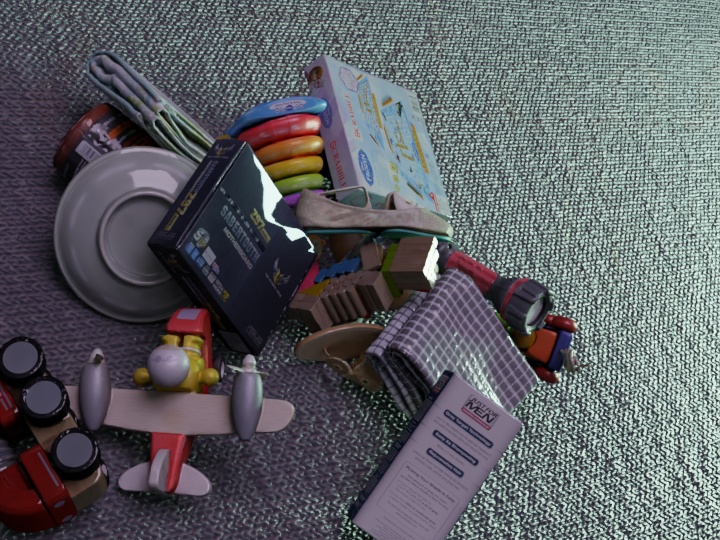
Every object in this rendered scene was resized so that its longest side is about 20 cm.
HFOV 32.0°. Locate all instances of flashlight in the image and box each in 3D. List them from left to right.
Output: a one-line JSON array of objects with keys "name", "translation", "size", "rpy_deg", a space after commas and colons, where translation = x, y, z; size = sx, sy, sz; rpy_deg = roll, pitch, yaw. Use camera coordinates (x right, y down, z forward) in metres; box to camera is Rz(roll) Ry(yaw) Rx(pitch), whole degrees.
[{"name": "flashlight", "translation": [0.149, 0.008, 1.587], "size": [0.199, 0.068, 0.068], "rpy_deg": [33, 42, 32]}]

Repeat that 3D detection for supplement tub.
[{"name": "supplement tub", "translation": [-0.260, -0.100, 1.495], "size": [0.200, 0.107, 0.107], "rpy_deg": [40, 45, 1]}]

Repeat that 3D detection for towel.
[{"name": "towel", "translation": [-0.235, -0.178, 1.519], "size": [0.171, 0.048, 0.200], "rpy_deg": [41, 2, -42]}, {"name": "towel", "translation": [0.116, 0.120, 1.521], "size": [0.201, 0.085, 0.166], "rpy_deg": [54, 48, -18]}]

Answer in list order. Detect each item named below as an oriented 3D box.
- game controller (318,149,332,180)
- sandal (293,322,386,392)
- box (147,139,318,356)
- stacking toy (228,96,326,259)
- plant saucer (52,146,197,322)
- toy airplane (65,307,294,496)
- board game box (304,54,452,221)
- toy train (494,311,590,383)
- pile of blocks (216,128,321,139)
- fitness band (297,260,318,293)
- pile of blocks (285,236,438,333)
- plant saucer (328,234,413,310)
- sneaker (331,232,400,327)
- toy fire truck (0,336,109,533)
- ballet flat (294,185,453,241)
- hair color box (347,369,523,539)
[{"name": "game controller", "translation": [0.019, -0.153, 1.752], "size": [0.198, 0.042, 0.105], "rpy_deg": [6, 51, -27]}, {"name": "sandal", "translation": [0.023, 0.112, 1.527], "size": [0.210, 0.078, 0.070], "rpy_deg": [1, 54, -38]}, {"name": "box", "translation": [-0.139, -0.025, 1.429], "size": [0.158, 0.051, 0.201], "rpy_deg": [-60, 140, -29]}, {"name": "stacking toy", "translation": [-0.084, -0.107, 1.562], "size": [0.115, 0.110, 0.202], "rpy_deg": [-12, 87, -19]}, {"name": "plant saucer", "translation": [-0.243, -0.038, 1.413], "size": [0.198, 0.050, 0.202], "rpy_deg": [-2, 99, -17]}, {"name": "toy airplane", "translation": [-0.199, 0.138, 1.320], "size": [0.199, 0.142, 0.199], "rpy_deg": [-33, 58, -20]}, {"name": "board game box", "translation": [0.025, -0.167, 1.658], "size": [0.199, 0.041, 0.202], "rpy_deg": [14, 55, -49]}, {"name": "toy train", "translation": [0.211, 0.087, 1.594], "size": [0.115, 0.200, 0.085], "rpy_deg": [20, 89, -8]}, {"name": "pile of blocks", "translation": [-0.118, -0.168, 1.670], "size": [0.199, 0.063, 0.082], "rpy_deg": [-21, 23, -21]}, {"name": "fitness band", "translation": [-0.131, -0.033, 1.576], "size": [0.143, 0.037, 0.201], "rpy_deg": [-3, 57, -30]}, {"name": "pile of blocks", "translation": [0.007, 0.021, 1.511], "size": [0.082, 0.198, 0.062], "rpy_deg": [-98, 166, -50]}, {"name": "plant saucer", "translation": [0.053, -0.037, 1.689], "size": [0.199, 0.035, 0.202], "rpy_deg": [17, 49, -20]}, {"name": "sneaker", "translation": [0.000, 0.000, 1.569], "size": [0.077, 0.086, 0.201], "rpy_deg": [35, 65, 1]}, {"name": "toy fire truck", "translation": [-0.368, 0.179, 1.220], "size": [0.199, 0.129, 0.177], "rpy_deg": [-30, 69, -17]}, {"name": "ballet flat", "translation": [0.020, -0.070, 1.519], "size": [0.198, 0.067, 0.063], "rpy_deg": [3, 87, -12]}, {"name": "hair color box", "translation": [0.083, 0.222, 1.409], "size": [0.100, 0.061, 0.201], "rpy_deg": [36, 87, -5]}]
